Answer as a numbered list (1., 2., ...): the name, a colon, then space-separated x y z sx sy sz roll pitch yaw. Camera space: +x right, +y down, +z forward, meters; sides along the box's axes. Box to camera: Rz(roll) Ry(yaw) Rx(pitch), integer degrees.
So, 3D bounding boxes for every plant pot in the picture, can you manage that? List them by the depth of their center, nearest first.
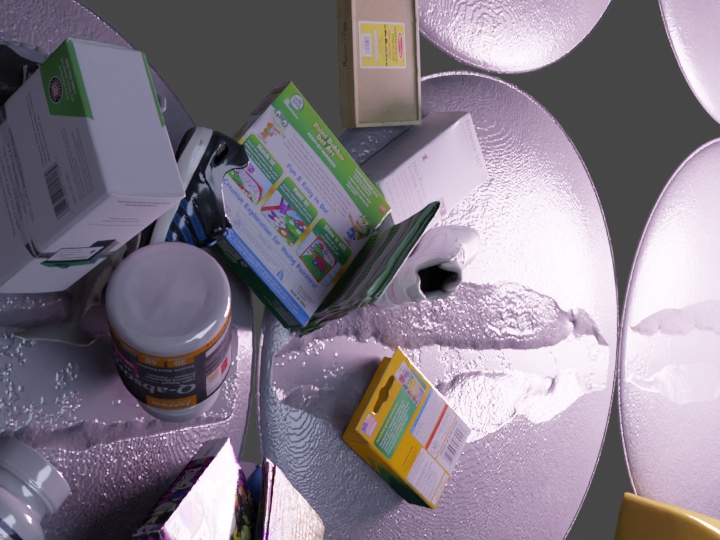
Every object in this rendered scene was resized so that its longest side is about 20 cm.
1. plant pot: 0.551 0.498 1.939 0.193 0.199 0.197 22 78 -45

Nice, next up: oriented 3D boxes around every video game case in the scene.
1. video game case: -0.137 0.294 1.139 0.181 0.036 0.202 -52 125 -66

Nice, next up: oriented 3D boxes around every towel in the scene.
1. towel: -0.077 0.310 1.208 0.201 0.023 0.144 -88 156 -44
2. towel: 0.000 0.000 1.329 0.023 0.200 0.153 42 60 -12

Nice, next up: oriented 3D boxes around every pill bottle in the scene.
1. pill bottle: -0.354 0.249 1.031 0.200 0.110 0.111 -52 127 -30
2. pill bottle: -0.183 0.068 1.133 0.117 0.116 0.201 -55 168 -28

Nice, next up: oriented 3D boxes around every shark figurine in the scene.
1. shark figurine: -0.267 -0.028 1.146 0.089 0.128 0.216 30 89 -17

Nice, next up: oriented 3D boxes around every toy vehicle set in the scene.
1. toy vehicle set: 0.024 -0.280 1.447 0.124 0.026 0.202 -8 99 -46

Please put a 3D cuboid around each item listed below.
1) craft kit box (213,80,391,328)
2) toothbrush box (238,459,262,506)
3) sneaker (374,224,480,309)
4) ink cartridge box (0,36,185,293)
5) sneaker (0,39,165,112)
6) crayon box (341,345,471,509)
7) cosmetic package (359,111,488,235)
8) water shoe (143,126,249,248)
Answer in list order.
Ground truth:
1. craft kit box: -0.082 -0.074 1.312 0.200 0.048 0.198 50 60 -21
2. toothbrush box: -0.136 0.328 1.284 0.147 0.085 0.201 -49 124 -33
3. sneaker: 0.106 0.000 1.503 0.200 0.099 0.079 -33 116 -40
4. ink cartridge box: -0.258 -0.084 1.016 0.084 0.199 0.147 -1 67 -47
5. sneaker: -0.267 -0.174 1.085 0.199 0.115 0.076 2 92 -47
6. crayon box: 0.055 0.201 1.500 0.200 0.051 0.126 50 59 -37
7. cosmetic package: 0.073 -0.116 1.480 0.200 0.074 0.102 -41 121 -35
8. water shoe: -0.172 -0.043 1.186 0.078 0.072 0.202 19 100 -13
